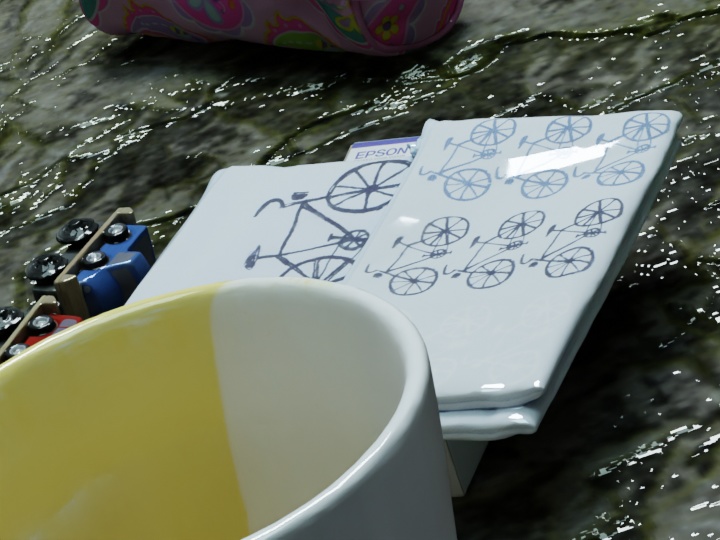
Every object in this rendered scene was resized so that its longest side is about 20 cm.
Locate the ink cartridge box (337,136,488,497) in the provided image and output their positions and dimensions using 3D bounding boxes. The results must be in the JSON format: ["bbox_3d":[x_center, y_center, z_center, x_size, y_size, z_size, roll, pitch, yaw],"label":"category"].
[{"bbox_3d":[0.016,0.013,1.028,0.099,0.039,0.200,-5,31,24],"label":"ink cartridge box"}]

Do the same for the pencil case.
[{"bbox_3d":[-0.047,-0.145,1.307,0.200,0.088,0.087,10,38,41],"label":"pencil case"}]

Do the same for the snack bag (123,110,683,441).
[{"bbox_3d":[0.000,0.000,0.999,0.199,0.021,0.189,-3,32,26],"label":"snack bag"}]

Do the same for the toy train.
[{"bbox_3d":[-0.126,0.034,1.080,0.046,0.034,0.200,0,32,25],"label":"toy train"}]

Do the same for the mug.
[{"bbox_3d":[-0.040,0.098,0.778,0.149,0.154,0.187,-25,27,-13],"label":"mug"}]
